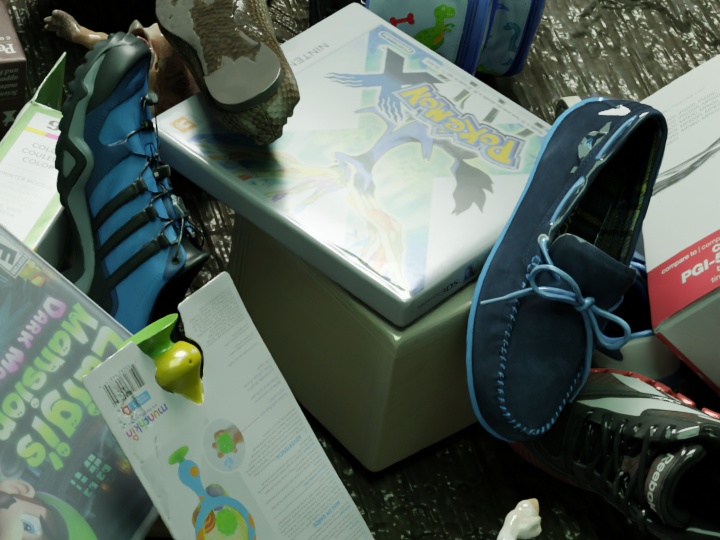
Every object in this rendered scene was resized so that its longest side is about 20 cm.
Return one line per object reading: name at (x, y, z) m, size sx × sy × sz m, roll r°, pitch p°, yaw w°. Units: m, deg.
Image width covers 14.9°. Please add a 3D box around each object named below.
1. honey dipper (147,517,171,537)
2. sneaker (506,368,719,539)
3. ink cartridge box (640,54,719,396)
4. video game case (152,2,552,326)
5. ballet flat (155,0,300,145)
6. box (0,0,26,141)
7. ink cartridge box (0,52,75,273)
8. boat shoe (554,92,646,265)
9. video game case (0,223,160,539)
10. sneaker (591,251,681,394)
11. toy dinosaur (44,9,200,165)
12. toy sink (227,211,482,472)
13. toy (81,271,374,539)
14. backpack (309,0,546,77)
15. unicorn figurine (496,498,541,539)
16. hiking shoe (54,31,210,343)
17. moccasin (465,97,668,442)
honey dipper at (-0.097, 0.137, 1.477) m, size 0.199 × 0.038 × 0.038 m, roll 3°, pitch 42°, yaw -11°
sneaker at (0.157, 0.101, 1.493) m, size 0.200 × 0.071 × 0.098 m, roll 18°, pitch 10°, yaw 26°
ink cartridge box at (0.236, -0.011, 1.610) m, size 0.147 × 0.083 × 0.201 m, roll 41°, pitch 31°, yaw -30°
video game case at (0.009, -0.066, 1.559) m, size 0.200 × 0.022 × 0.182 m, roll 35°, pitch 48°, yaw 26°
ballet flat at (-0.071, -0.127, 1.572) m, size 0.067 × 0.046 × 0.200 m, roll -30°, pitch 34°, yaw 1°
box at (-0.282, -0.162, 1.745) m, size 0.100 × 0.075 × 0.201 m, roll -8°, pitch 46°, yaw -19°
ink cartridge box at (-0.187, -0.023, 1.584) m, size 0.059 × 0.104 × 0.200 m, roll 17°, pitch 42°, yaw 8°
boat shoe at (0.177, -0.045, 1.698) m, size 0.062 × 0.073 × 0.200 m, roll -8°, pitch 40°, yaw -14°
video game case at (-0.183, 0.084, 1.411) m, size 0.182 × 0.023 × 0.200 m, roll 41°, pitch 46°, yaw -8°
sneaker at (0.136, 0.010, 1.622) m, size 0.074 × 0.083 × 0.200 m, roll -13°, pitch 45°, yaw -20°
toy dinosaur at (-0.111, -0.100, 1.683) m, size 0.200 × 0.086 × 0.136 m, roll 33°, pitch 30°, yaw -48°
toy sink at (0.000, 0.000, 1.586) m, size 0.130 × 0.112 × 0.200 m, roll -25°, pitch 52°, yaw -33°
toy at (-0.069, 0.116, 1.436) m, size 0.047 × 0.201 × 0.115 m, roll -12°, pitch 19°, yaw 47°
backpack at (0.046, -0.195, 1.759) m, size 0.146 × 0.183 × 0.201 m, roll 8°, pitch 53°, yaw -6°
unicorn figurine at (0.105, 0.188, 1.425) m, size 0.199 × 0.074 × 0.138 m, roll 4°, pitch 38°, yaw -2°
hiking shoe at (-0.119, -0.030, 1.520) m, size 0.086 × 0.201 × 0.074 m, roll 8°, pitch 14°, yaw 16°
moccasin at (0.111, -0.006, 1.486) m, size 0.080 × 0.068 × 0.201 m, roll 25°, pitch 73°, yaw -34°
